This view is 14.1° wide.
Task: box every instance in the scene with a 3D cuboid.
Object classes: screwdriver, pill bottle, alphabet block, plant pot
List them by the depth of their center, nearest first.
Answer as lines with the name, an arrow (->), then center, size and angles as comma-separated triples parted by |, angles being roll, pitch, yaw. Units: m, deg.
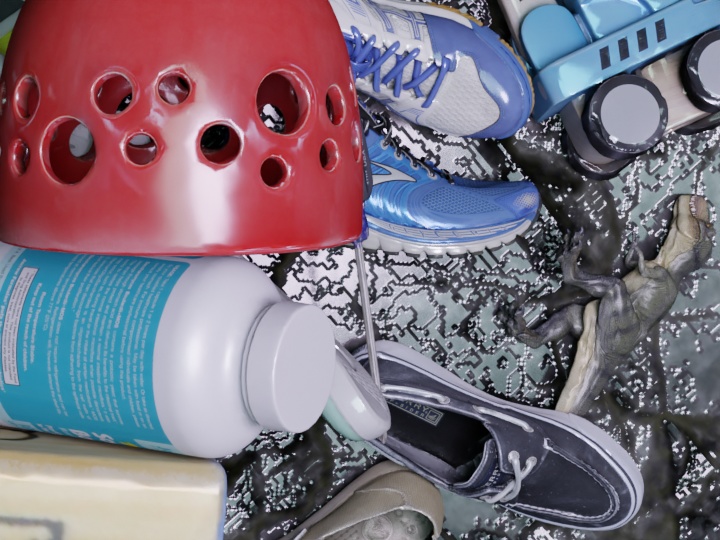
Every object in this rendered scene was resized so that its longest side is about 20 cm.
plant pot -> -0.096, -0.104, 1.557 | 0.200, 0.200, 0.183 | 1, 97, -12
pill bottle -> -0.116, 0.042, 1.586 | 0.200, 0.111, 0.111 | 7, 94, 28
alphabet block -> -0.193, 0.185, 1.632 | 0.200, 0.195, 0.197 | 5, 92, -11
screwdriver -> 0.000, 0.000, 1.674 | 0.028, 0.029, 0.200 | -8, 99, -4

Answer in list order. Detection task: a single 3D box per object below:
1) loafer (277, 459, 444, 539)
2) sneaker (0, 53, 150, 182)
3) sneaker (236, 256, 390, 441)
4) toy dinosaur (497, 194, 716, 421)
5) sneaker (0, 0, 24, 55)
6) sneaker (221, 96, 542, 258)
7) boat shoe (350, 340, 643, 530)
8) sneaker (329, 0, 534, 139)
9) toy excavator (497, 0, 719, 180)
loafer -> -0.029, 0.191, 1.728 | 0.200, 0.068, 0.076 | -46, 102, -5
sneaker -> -0.218, -0.071, 1.642 | 0.200, 0.078, 0.100 | 23, 70, -18
sneaker -> -0.074, 0.065, 1.665 | 0.118, 0.200, 0.074 | -48, 143, -1
toy dinosaur -> 0.139, 0.028, 1.762 | 0.088, 0.047, 0.200 | 34, 91, -19
sneaker -> -0.151, -0.206, 1.667 | 0.200, 0.074, 0.085 | -41, 94, -10
sneaker -> 0.012, -0.056, 1.711 | 0.200, 0.079, 0.089 | 5, 96, -12
boat shoe -> 0.077, 0.109, 1.730 | 0.200, 0.068, 0.072 | 29, 114, -9
sneaker -> 0.001, -0.123, 1.666 | 0.200, 0.088, 0.075 | 27, 120, 12
toy excavator -> 0.115, -0.151, 1.727 | 0.194, 0.100, 0.200 | -25, 85, -8
